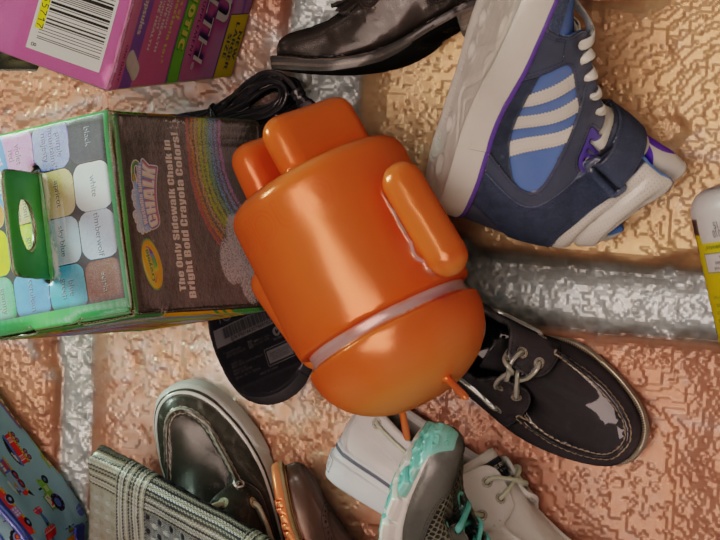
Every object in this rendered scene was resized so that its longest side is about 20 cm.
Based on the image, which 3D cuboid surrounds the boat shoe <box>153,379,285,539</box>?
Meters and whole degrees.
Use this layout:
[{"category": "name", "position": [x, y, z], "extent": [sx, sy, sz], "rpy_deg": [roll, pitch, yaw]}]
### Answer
[{"category": "boat shoe", "position": [-0.084, 0.166, 1.778], "extent": [0.070, 0.064, 0.201], "rpy_deg": [-24, 88, 20]}]

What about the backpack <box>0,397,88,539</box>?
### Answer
[{"category": "backpack", "position": [-0.289, 0.168, 1.776], "extent": [0.134, 0.200, 0.183], "rpy_deg": [-38, 83, 19]}]

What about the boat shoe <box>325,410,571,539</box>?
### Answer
[{"category": "boat shoe", "position": [0.070, 0.142, 1.718], "extent": [0.199, 0.073, 0.067], "rpy_deg": [27, 107, 15]}]

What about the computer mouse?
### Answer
[{"category": "computer mouse", "position": [-0.050, -0.025, 1.755], "extent": [0.140, 0.046, 0.201], "rpy_deg": [-30, 76, 27]}]

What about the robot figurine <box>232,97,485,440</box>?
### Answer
[{"category": "robot figurine", "position": [-0.001, 0.001, 1.644], "extent": [0.143, 0.117, 0.201], "rpy_deg": [-29, 82, 12]}]

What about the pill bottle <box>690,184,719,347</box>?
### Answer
[{"category": "pill bottle", "position": [0.265, 0.041, 1.623], "extent": [0.109, 0.109, 0.202], "rpy_deg": [-12, 92, 19]}]

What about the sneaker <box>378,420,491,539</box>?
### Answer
[{"category": "sneaker", "position": [0.057, 0.174, 1.652], "extent": [0.091, 0.078, 0.201], "rpy_deg": [13, 130, 9]}]

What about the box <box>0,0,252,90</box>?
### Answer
[{"category": "box", "position": [-0.131, -0.209, 1.679], "extent": [0.096, 0.200, 0.177], "rpy_deg": [20, 102, 15]}]

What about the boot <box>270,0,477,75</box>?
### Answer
[{"category": "boot", "position": [0.022, -0.218, 1.704], "extent": [0.199, 0.069, 0.175], "rpy_deg": [-15, 88, 13]}]

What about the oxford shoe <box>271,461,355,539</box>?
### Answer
[{"category": "oxford shoe", "position": [0.007, 0.202, 1.759], "extent": [0.073, 0.071, 0.201], "rpy_deg": [-28, 93, 2]}]

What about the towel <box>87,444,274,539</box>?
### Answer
[{"category": "towel", "position": [-0.110, 0.231, 1.756], "extent": [0.192, 0.034, 0.201], "rpy_deg": [26, 126, 29]}]

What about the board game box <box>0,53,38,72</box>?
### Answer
[{"category": "board game box", "position": [-0.274, -0.186, 1.726], "extent": [0.028, 0.199, 0.136], "rpy_deg": [53, 132, 40]}]

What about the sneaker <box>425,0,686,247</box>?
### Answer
[{"category": "sneaker", "position": [0.134, -0.104, 1.647], "extent": [0.145, 0.081, 0.201], "rpy_deg": [12, 120, -16]}]

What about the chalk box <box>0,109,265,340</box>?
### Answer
[{"category": "chalk box", "position": [-0.159, -0.026, 1.677], "extent": [0.123, 0.199, 0.125], "rpy_deg": [-9, 85, 34]}]

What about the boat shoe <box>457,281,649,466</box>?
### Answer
[{"category": "boat shoe", "position": [0.085, 0.061, 1.709], "extent": [0.199, 0.063, 0.073], "rpy_deg": [35, 107, 13]}]
